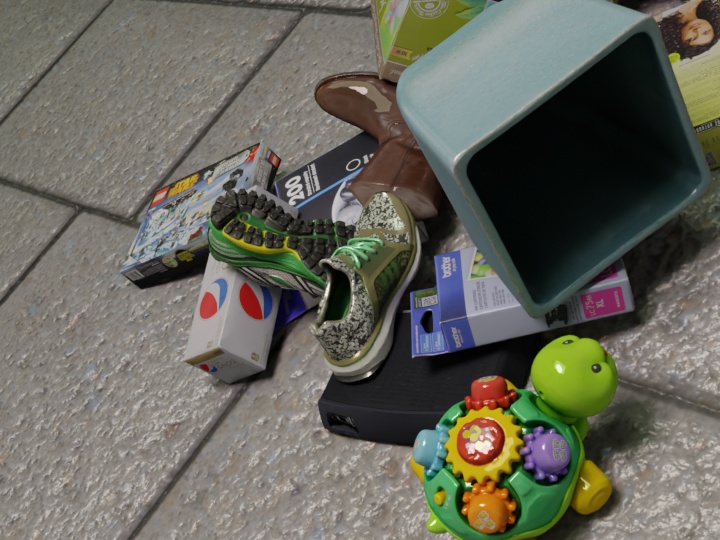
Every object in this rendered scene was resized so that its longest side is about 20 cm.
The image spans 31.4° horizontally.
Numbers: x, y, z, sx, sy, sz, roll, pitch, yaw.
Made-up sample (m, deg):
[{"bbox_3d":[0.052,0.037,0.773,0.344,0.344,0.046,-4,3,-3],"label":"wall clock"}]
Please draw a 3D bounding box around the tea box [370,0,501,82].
[{"bbox_3d":[0.104,-0.326,1.422,0.200,0.133,0.197,-94,20,-51],"label":"tea box"}]

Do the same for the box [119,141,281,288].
[{"bbox_3d":[-0.192,-0.065,1.532,0.200,0.040,0.137,-19,41,40],"label":"box"}]

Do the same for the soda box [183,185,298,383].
[{"bbox_3d":[-0.126,0.014,1.367,0.068,0.064,0.200,-23,48,45],"label":"soda box"}]

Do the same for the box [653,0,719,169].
[{"bbox_3d":[0.331,-0.184,1.236,0.075,0.050,0.200,-21,41,22],"label":"box"}]

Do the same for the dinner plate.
[{"bbox_3d":[0.181,-0.105,1.197,0.200,0.024,0.200,-14,48,16],"label":"dinner plate"}]

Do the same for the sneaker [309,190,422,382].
[{"bbox_3d":[0.000,0.000,1.208,0.077,0.089,0.200,-7,55,31],"label":"sneaker"}]

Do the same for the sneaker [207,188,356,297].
[{"bbox_3d":[-0.061,-0.013,1.306,0.085,0.200,0.078,117,177,-56],"label":"sneaker"}]

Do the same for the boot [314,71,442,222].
[{"bbox_3d":[0.012,-0.127,1.357,0.186,0.064,0.200,12,43,12],"label":"boot"}]

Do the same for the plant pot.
[{"bbox_3d":[0.140,-0.123,1.092,0.196,0.196,0.200,-37,41,-4],"label":"plant pot"}]

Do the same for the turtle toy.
[{"bbox_3d":[0.125,0.135,1.015,0.200,0.101,0.146,-43,53,-4],"label":"turtle toy"}]

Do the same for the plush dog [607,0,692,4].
[{"bbox_3d":[0.300,-0.362,1.387,0.200,0.161,0.172,-14,17,27],"label":"plush dog"}]

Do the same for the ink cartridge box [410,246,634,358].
[{"bbox_3d":[0.137,0.014,1.152,0.200,0.042,0.119,-16,29,10],"label":"ink cartridge box"}]

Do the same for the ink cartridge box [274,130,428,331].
[{"bbox_3d":[-0.036,-0.053,1.414,0.200,0.043,0.198,-31,38,12],"label":"ink cartridge box"}]

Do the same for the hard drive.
[{"bbox_3d":[0.057,0.094,1.185,0.200,0.042,0.135,-1,51,39],"label":"hard drive"}]
